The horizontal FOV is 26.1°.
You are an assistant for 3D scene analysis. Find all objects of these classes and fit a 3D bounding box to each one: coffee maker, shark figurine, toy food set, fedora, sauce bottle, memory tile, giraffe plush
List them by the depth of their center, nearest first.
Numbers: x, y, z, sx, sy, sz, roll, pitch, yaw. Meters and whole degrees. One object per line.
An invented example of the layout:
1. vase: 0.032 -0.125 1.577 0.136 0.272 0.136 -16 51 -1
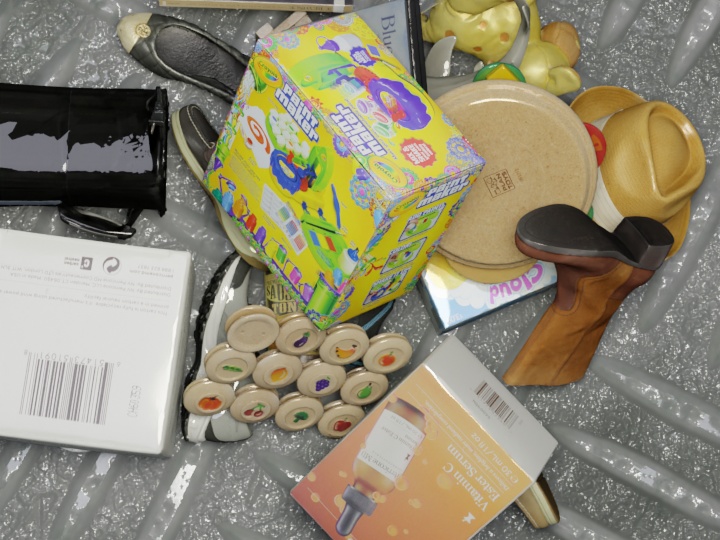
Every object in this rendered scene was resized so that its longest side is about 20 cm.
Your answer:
1. toy food set: 0.134 -0.091 1.487 0.198 0.049 0.200 -38 107 18
2. memory tile: -0.059 0.101 1.498 0.200 0.153 0.017 13 39 -29
3. coffee maker: -0.288 -0.131 1.517 0.200 0.192 0.135 1 54 -6
4. shark figurine: 0.101 -0.181 1.524 0.214 0.090 0.128 -23 114 31
5. fedora: 0.289 -0.107 1.568 0.200 0.082 0.201 15 63 -31
6. sauce bottle: -0.068 0.007 1.575 0.066 0.066 0.200 -5 81 -5
7. giraffe plush: 0.161 -0.241 1.590 0.200 0.173 0.162 -39 95 -2

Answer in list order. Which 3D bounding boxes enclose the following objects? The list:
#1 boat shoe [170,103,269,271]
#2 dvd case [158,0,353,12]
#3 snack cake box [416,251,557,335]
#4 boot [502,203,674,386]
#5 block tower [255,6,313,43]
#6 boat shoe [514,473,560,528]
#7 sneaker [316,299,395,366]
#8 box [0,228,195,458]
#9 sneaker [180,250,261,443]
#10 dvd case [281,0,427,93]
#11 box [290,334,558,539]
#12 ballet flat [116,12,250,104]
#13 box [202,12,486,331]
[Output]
1. boat shoe: -0.123 -0.094 1.561 0.066 0.072 0.201 -37 65 15
2. dvd case: -0.107 -0.333 1.622 0.200 0.016 0.149 1 59 -3
3. snack cake box: 0.151 -0.025 1.593 0.200 0.067 0.115 -23 83 -7
4. boot: 0.186 0.030 1.507 0.188 0.200 0.069 -3 45 -41
5. block tower: -0.025 -0.183 1.611 0.058 0.054 0.200 -41 87 -9
6. boat shoe: 0.125 0.181 1.563 0.066 0.074 0.200 -36 85 8
7. sneaker: 0.000 0.000 1.560 0.073 0.082 0.200 3 66 39
8. box: -0.272 0.074 1.516 0.198 0.131 0.200 7 80 -3
9. sneaker: -0.129 0.077 1.562 0.079 0.074 0.201 10 87 -12
10. dvd case: -0.007 -0.177 1.503 0.018 0.200 0.143 -6 91 -40
11. box: 0.061 0.190 1.490 0.152 0.106 0.200 45 113 4
12. ballet flat: -0.159 -0.218 1.606 0.200 0.057 0.067 25 80 0
13. box: -0.021 -0.091 1.425 0.122 0.193 0.200 -22 64 -37
